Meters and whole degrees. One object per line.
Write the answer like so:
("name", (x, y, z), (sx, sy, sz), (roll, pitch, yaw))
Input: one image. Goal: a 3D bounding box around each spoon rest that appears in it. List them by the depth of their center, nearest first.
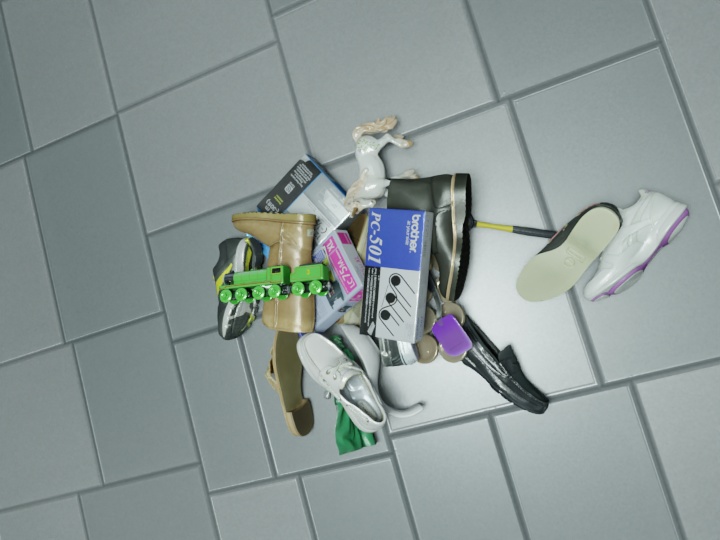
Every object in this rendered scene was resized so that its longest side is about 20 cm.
("spoon rest", (0.025, 0.177, 0.926), (0.061, 0.099, 0.200), (-38, 86, -7))

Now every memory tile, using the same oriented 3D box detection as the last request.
("memory tile", (0.106, 0.060, 0.914), (0.153, 0.017, 0.200), (-9, 77, 28))

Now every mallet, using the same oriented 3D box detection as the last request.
("mallet", (0.248, -0.072, 0.903), (0.200, 0.066, 0.041), (8, 100, 0))

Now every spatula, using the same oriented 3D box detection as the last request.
("spatula", (0.123, 0.047, 0.882), (0.057, 0.021, 0.200), (-44, 56, 42))

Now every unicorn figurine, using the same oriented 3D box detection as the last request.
("unicorn figurine", (0.029, -0.169, 0.927), (0.137, 0.074, 0.200), (-8, 67, -10))

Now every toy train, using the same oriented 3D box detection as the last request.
("toy train", (-0.143, 0.020, 0.870), (0.200, 0.042, 0.057), (-5, 79, 17))

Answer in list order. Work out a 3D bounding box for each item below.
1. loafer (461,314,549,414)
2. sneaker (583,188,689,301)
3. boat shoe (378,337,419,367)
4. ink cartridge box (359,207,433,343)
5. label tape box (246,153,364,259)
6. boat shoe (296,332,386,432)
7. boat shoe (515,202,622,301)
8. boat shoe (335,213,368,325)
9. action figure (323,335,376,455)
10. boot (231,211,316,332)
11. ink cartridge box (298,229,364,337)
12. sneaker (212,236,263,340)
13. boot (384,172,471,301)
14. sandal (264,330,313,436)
("loafer", (0.230, 0.155, 0.879), (0.200, 0.068, 0.070), (40, 106, 17))
("sneaker", (0.416, -0.039, 0.846), (0.200, 0.075, 0.100), (-51, 58, 9))
("boat shoe", (0.039, 0.064, 0.893), (0.071, 0.072, 0.200), (-16, 74, 9))
("ink cartridge box", (0.055, 0.006, 0.828), (0.094, 0.044, 0.200), (6, 94, 25))
("label tape box", (-0.113, -0.091, 0.983), (0.200, 0.066, 0.143), (-44, 78, 8))
("boat shoe", (-0.025, 0.175, 0.874), (0.071, 0.069, 0.200), (-40, 82, -25))
("boat shoe", (0.330, -0.025, 0.845), (0.074, 0.063, 0.201), (44, 124, 11))
("boat shoe", (0.000, 0.000, 0.954), (0.065, 0.072, 0.200), (11, 91, -25))
("action figure", (-0.029, 0.213, 0.941), (0.055, 0.118, 0.200), (-16, 75, 26))
("boot", (-0.155, 0.000, 0.923), (0.175, 0.066, 0.200), (4, 92, 29))
("ink cartridge box", (-0.072, 0.036, 0.934), (0.200, 0.042, 0.119), (-44, 61, 33))
("sneaker", (-0.243, 0.032, 1.019), (0.084, 0.074, 0.200), (11, 88, 31))
("boot", (0.105, -0.056, 0.864), (0.138, 0.077, 0.200), (4, 94, 21))
("sandal", (-0.147, 0.202, 0.979), (0.070, 0.078, 0.212), (-8, 95, 33))
